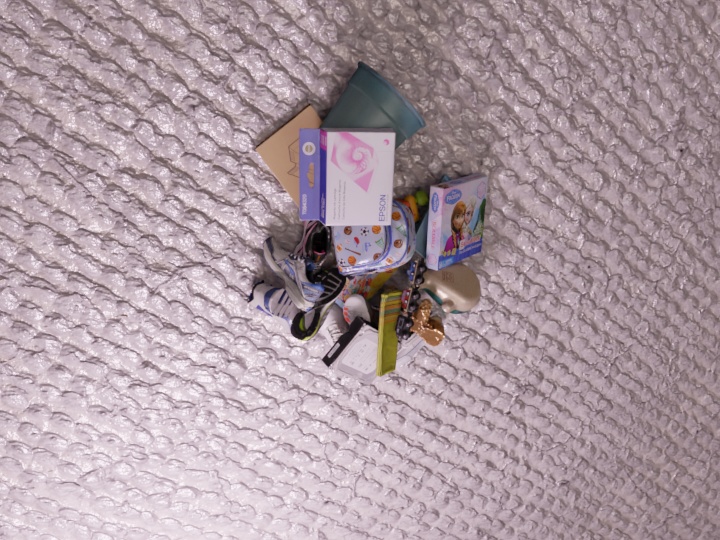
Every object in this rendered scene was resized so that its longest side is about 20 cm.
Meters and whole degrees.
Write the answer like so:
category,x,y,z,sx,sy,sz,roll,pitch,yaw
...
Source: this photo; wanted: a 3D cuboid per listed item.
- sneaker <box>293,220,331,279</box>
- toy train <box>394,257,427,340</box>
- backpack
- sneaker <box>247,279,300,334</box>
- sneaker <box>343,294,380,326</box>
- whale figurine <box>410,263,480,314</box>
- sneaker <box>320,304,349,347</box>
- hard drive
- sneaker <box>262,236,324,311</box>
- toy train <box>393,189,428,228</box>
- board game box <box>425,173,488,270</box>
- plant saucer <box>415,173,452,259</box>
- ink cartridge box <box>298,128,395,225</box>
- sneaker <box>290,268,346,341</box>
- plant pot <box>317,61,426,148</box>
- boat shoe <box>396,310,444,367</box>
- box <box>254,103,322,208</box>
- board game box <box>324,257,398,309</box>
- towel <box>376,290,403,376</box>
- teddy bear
category,x,y,z,sx,sy,sz,roll,pitch,yaw
sneaker,-0.111,-0.043,1.575,0.079,0.087,0.203,-1,122,-17
toy train,0.120,0.067,1.622,0.034,0.045,0.204,19,85,-68
backpack,0.029,-0.083,1.534,0.187,0.154,0.204,-8,94,15
sneaker,-0.201,0.076,1.604,0.081,0.114,0.200,-56,150,-12
sneaker,0.014,0.111,1.676,0.082,0.076,0.201,-57,150,-30
whale figurine,0.209,0.044,1.721,0.197,0.162,0.104,12,147,-19
sneaker,-0.050,0.167,1.677,0.077,0.100,0.201,-32,117,6
hard drive,0.008,0.199,1.636,0.140,0.038,0.200,-50,144,4
sneaker,-0.148,-0.007,1.542,0.085,0.201,0.077,-40,162,12
toy train,0.114,-0.164,1.627,0.114,0.084,0.203,-26,117,-20
board game box,0.239,-0.123,1.656,0.198,0.041,0.203,-22,120,-44
plant saucer,0.178,-0.132,1.635,0.070,0.019,0.202,37,76,-41
ink cartridge box,-0.029,-0.192,1.390,0.196,0.043,0.200,-2,113,-8
sneaker,-0.100,0.083,1.605,0.073,0.081,0.201,32,75,9
plant pot,0.006,-0.309,1.462,0.200,0.200,0.197,40,94,-28
boat shoe,0.129,0.182,1.776,0.199,0.073,0.067,-36,104,-14
box,-0.121,-0.250,1.538,0.163,0.021,0.201,-39,117,-3
board game box,0.000,0.000,1.670,0.200,0.034,0.134,-48,117,3
towel,0.072,0.151,1.621,0.085,0.018,0.204,-9,105,-54
teddy bear,0.132,0.107,1.697,0.067,0.197,0.147,-51,158,-42
